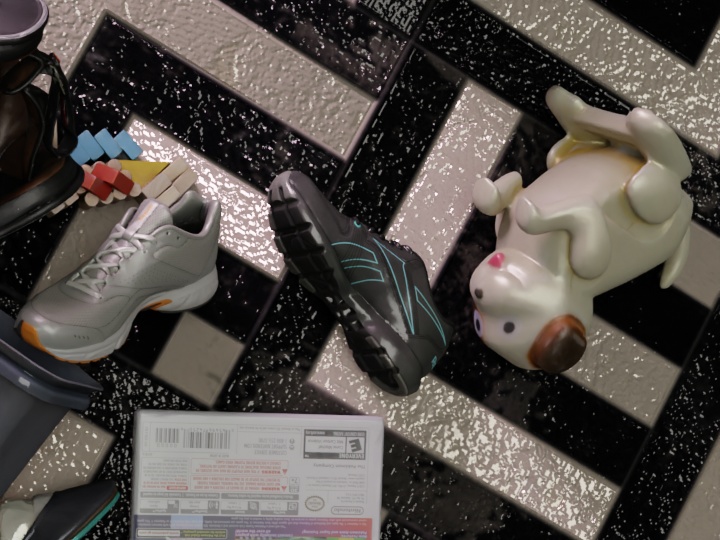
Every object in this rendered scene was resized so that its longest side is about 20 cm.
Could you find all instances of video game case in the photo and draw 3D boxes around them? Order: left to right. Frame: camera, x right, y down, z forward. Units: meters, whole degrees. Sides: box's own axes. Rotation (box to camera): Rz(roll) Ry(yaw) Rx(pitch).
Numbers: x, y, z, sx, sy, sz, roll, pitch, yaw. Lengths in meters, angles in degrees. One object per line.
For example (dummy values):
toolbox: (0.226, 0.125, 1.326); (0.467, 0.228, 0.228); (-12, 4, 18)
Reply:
video game case: (-0.081, 0.202, 1.595); (0.198, 0.023, 0.184); (3, 87, -15)

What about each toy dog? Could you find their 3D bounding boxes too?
toy dog: (0.162, -0.017, 1.623); (0.200, 0.139, 0.194); (-51, 136, -12)

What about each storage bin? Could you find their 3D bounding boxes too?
storage bin: (-0.307, 0.083, 1.481); (0.199, 0.146, 0.135); (35, 91, 15)

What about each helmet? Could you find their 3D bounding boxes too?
helmet: (-0.302, -0.104, 1.422); (0.189, 0.200, 0.202); (-24, 94, -24)

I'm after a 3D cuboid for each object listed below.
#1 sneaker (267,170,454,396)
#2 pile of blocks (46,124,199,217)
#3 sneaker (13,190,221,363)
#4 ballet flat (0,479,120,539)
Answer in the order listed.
sneaker: (0.000, 0.000, 1.607); (0.079, 0.075, 0.201); (-40, 106, -24)
pile of blocks: (-0.218, -0.078, 1.549); (0.198, 0.062, 0.083); (-4, 89, -15)
sneaker: (-0.175, -0.005, 1.503); (0.075, 0.093, 0.200); (29, 35, 23)
ballet flat: (-0.266, 0.217, 1.524); (0.073, 0.073, 0.200); (43, 81, -9)
